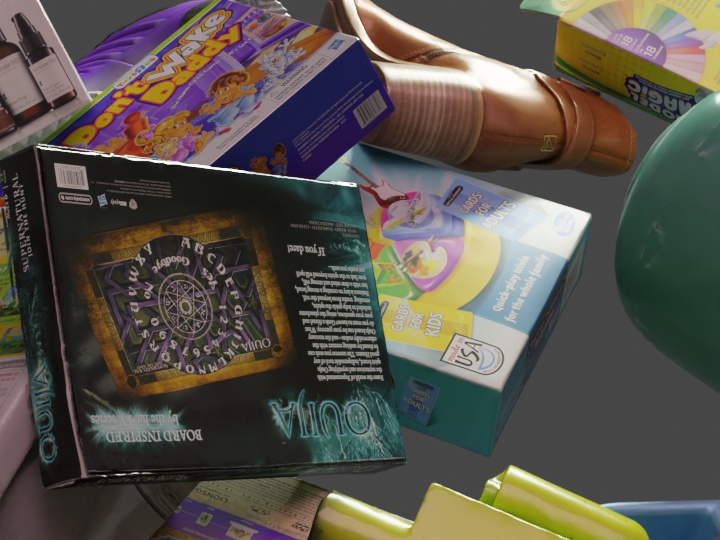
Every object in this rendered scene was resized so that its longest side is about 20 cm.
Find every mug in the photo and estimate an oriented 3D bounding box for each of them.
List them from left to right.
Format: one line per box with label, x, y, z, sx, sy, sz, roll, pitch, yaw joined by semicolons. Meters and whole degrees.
mug;0.209;-0.024;0.979;0.184;0.153;0.114;-27;47;-35

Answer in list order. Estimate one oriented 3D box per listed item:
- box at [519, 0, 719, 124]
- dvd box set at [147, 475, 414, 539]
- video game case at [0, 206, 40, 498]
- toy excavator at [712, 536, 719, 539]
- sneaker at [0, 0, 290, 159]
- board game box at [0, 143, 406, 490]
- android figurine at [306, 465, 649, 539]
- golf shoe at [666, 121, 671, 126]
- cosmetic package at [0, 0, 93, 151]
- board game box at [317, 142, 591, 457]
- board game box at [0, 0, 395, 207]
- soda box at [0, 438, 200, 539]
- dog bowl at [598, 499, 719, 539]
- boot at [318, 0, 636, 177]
box;0.197;-0.132;1.098;0.199;0.049;0.117;29;60;18
dvd box set;-0.048;0.164;0.811;0.145;0.030;0.200;18;40;14
video game case;-0.198;0.039;0.861;0.199;0.023;0.183;-9;38;33
toy excavator;0.210;0.196;0.710;0.194;0.100;0.201;31;49;-22
sneaker;-0.136;-0.090;1.086;0.199;0.070;0.099;-32;26;-22
board game box;-0.062;0.023;0.846;0.199;0.028;0.136;5;72;-50
android figurine;0.060;0.161;0.756;0.199;0.041;0.183;21;55;7
golf shoe;0.277;-0.079;1.130;0.198;0.076;0.092;-7;49;-4
cosmetic package;-0.237;-0.072;0.966;0.199;0.083;0.051;-29;8;-4
board game box;0.000;0.000;1.005;0.199;0.047;0.151;18;41;13
board game box;-0.099;-0.047;0.962;0.200;0.045;0.134;-42;34;-18
soda box;-0.146;0.112;0.808;0.063;0.069;0.200;-4;31;41
dog bowl;0.160;0.147;0.846;0.198;0.050;0.112;0;40;-9
boot;0.057;-0.100;1.124;0.154;0.074;0.200;8;24;-20
